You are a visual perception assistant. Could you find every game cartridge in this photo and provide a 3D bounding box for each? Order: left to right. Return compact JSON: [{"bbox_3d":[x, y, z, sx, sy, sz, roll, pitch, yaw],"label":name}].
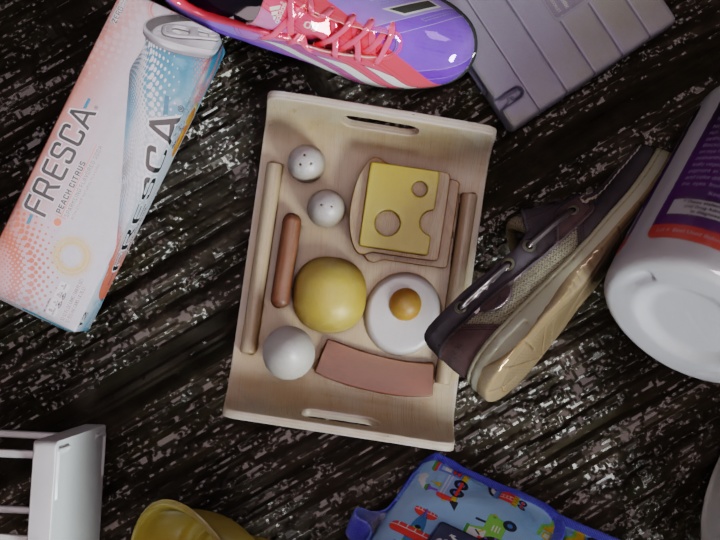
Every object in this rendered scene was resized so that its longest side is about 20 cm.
[{"bbox_3d":[0.092,-0.204,1.000,0.129,0.038,0.200,-33,90,-6],"label":"game cartridge"}]

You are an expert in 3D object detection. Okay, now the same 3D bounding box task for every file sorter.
[{"bbox_3d":[-0.225,0.190,0.927,0.124,0.139,0.201,4,88,1],"label":"file sorter"}]

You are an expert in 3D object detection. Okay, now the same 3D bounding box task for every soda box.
[{"bbox_3d":[-0.155,-0.064,0.972,0.068,0.064,0.200,26,88,-1],"label":"soda box"}]

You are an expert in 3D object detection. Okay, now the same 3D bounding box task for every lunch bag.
[{"bbox_3d":[0.078,0.198,0.930,0.200,0.151,0.094,31,127,6],"label":"lunch bag"}]

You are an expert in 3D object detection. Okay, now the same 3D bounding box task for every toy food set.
[{"bbox_3d":[0.000,0.000,0.977,0.143,0.060,0.201,8,89,-1],"label":"toy food set"}]

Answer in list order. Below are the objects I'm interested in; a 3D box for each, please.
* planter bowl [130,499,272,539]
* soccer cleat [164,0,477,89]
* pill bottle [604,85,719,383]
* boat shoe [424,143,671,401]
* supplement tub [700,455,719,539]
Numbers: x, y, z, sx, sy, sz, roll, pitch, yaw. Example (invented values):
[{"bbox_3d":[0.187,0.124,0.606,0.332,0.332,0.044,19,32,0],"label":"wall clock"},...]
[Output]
[{"bbox_3d":[-0.057,0.221,0.929,0.083,0.200,0.201,-12,89,-31],"label":"planter bowl"},{"bbox_3d":[-0.028,-0.152,0.963,0.199,0.073,0.068,18,106,3],"label":"soccer cleat"},{"bbox_3d":[0.231,-0.042,0.936,0.111,0.111,0.200,34,62,-1],"label":"pill bottle"},{"bbox_3d":[0.114,-0.011,0.962,0.065,0.072,0.200,35,69,15],"label":"boat shoe"},{"bbox_3d":[0.316,0.152,0.943,0.200,0.140,0.141,25,88,-1],"label":"supplement tub"}]
